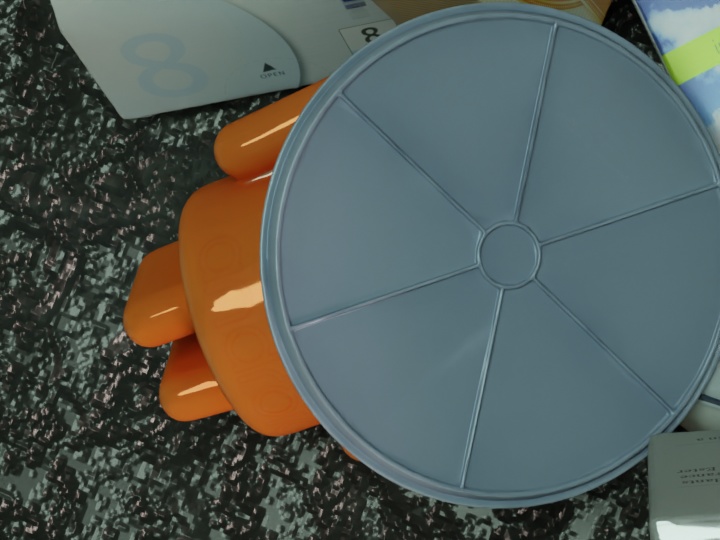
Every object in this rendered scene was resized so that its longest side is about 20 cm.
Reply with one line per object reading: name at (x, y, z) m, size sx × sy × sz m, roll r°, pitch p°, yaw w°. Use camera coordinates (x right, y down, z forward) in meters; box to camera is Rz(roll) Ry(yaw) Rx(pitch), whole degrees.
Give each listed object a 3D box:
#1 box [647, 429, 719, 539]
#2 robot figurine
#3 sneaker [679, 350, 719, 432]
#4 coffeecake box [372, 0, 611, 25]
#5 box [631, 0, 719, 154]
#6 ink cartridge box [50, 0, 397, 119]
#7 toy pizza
box at (0.211, 0.165, 1.072) m, size 0.198 × 0.131 × 0.201 m, roll -3°, pitch 101°, yaw 6°
robot figurine at (0.001, 0.001, 1.216) m, size 0.199 × 0.117 × 0.145 m, roll -19°, pitch 74°, yaw 14°
sneaker at (0.187, 0.091, 1.165) m, size 0.199 × 0.073 × 0.071 m, roll 26°, pitch 88°, yaw 19°
coffeecake box at (0.063, -0.199, 1.176) m, size 0.073 × 0.153 × 0.201 m, roll 13°, pitch 74°, yaw 39°
box at (0.195, -0.086, 1.200) m, size 0.121 × 0.048 × 0.201 m, roll -26°, pitch 76°, yaw 10°
ink cartridge box at (-0.065, -0.146, 1.213) m, size 0.159 × 0.200 × 0.048 m, roll -9°, pitch 59°, yaw 17°
toy pizza at (0.055, -0.006, 1.137) m, size 0.199 × 0.032 × 0.202 m, roll 0°, pitch 90°, yaw -13°
